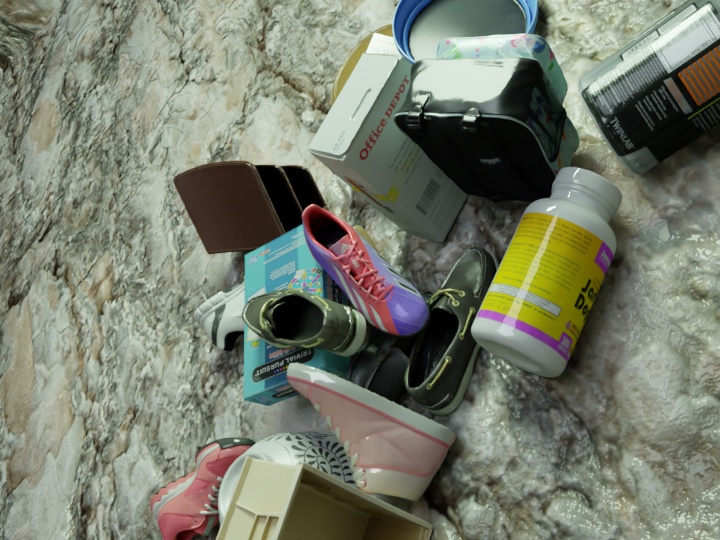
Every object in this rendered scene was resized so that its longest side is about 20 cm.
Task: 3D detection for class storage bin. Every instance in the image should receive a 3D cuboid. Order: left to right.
[{"bbox_3d":[-0.049,0.312,0.873,0.093,0.199,0.201,-1,62,46],"label":"storage bin"}]

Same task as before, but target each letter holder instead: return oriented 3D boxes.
[{"bbox_3d":[-0.169,-0.115,1.327,0.198,0.144,0.101,-3,30,45],"label":"letter holder"}]

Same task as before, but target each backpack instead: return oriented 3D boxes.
[{"bbox_3d":[0.154,-0.164,1.003,0.176,0.200,0.152,8,64,38],"label":"backpack"}]

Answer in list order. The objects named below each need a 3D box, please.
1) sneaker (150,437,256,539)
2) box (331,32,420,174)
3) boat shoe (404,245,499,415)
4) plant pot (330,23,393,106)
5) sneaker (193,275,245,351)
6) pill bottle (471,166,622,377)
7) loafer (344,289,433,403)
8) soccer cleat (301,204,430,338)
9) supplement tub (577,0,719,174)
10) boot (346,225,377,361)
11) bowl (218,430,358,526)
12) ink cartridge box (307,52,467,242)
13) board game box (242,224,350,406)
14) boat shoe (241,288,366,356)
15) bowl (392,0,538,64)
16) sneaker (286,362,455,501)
[{"bbox_3d":[-0.194,0.294,1.155,0.200,0.073,0.088,-44,49,24],"label":"sneaker"},{"bbox_3d":[0.023,-0.227,1.261,0.081,0.068,0.203,17,78,18],"label":"box"},{"bbox_3d":[0.105,0.058,1.004,0.071,0.060,0.204,1,64,43],"label":"boat shoe"},{"bbox_3d":[0.023,-0.308,1.379,0.198,0.027,0.203,-26,48,31],"label":"plant pot"},{"bbox_3d":[-0.145,0.043,1.286,0.199,0.074,0.081,-37,71,14],"label":"sneaker"},{"bbox_3d":[0.198,-0.001,0.916,0.104,0.104,0.202,15,75,50],"label":"pill bottle"},{"bbox_3d":[0.036,0.109,1.035,0.072,0.073,0.203,2,66,41],"label":"loafer"},{"bbox_3d":[0.000,0.000,1.012,0.068,0.073,0.200,-41,59,-7],"label":"soccer cleat"},{"bbox_3d":[0.333,-0.200,0.903,0.199,0.122,0.124,-33,43,24],"label":"supplement tub"},{"bbox_3d":[-0.041,0.050,1.155,0.143,0.070,0.204,-26,51,31],"label":"boot"},{"bbox_3d":[-0.106,0.272,1.047,0.199,0.094,0.203,-26,48,32],"label":"bowl"},{"bbox_3d":[0.052,-0.151,1.097,0.083,0.199,0.147,21,78,50],"label":"ink cartridge box"},{"bbox_3d":[-0.083,0.052,1.122,0.150,0.047,0.203,-24,57,38],"label":"board game box"},{"bbox_3d":[-0.080,0.055,1.036,0.200,0.060,0.073,7,78,47],"label":"boat shoe"},{"bbox_3d":[0.142,-0.335,1.206,0.197,0.040,0.204,-7,59,12],"label":"bowl"},{"bbox_3d":[-0.005,0.180,0.959,0.198,0.075,0.106,25,85,6],"label":"sneaker"}]
